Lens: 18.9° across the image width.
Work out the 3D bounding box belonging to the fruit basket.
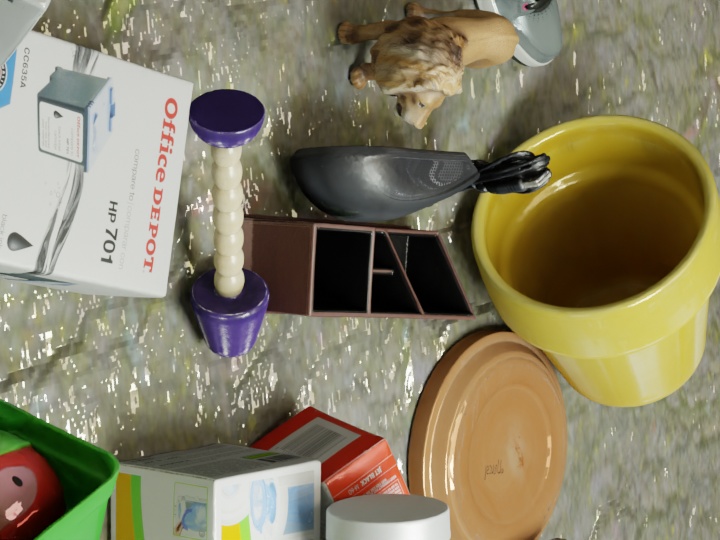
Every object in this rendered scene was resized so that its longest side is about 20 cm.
[{"bbox_3d":[-0.259,0.130,1.273,0.215,0.155,0.217,-36,137,-43],"label":"fruit basket"}]

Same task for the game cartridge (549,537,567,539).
[{"bbox_3d":[0.094,0.301,1.745,0.199,0.038,0.131,-11,106,-34],"label":"game cartridge"}]

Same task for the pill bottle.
[{"bbox_3d":[0.020,0.259,1.471,0.112,0.111,0.202,-9,100,-49],"label":"pill bottle"}]

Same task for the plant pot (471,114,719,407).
[{"bbox_3d":[0.205,0.008,1.773,0.202,0.199,0.189,-60,149,-26],"label":"plant pot"}]

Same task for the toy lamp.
[{"bbox_3d":[-0.089,-0.027,1.472,0.058,0.058,0.201,-39,145,-40],"label":"toy lamp"}]

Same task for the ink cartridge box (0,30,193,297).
[{"bbox_3d":[-0.207,-0.069,1.348,0.199,0.085,0.148,13,82,-48],"label":"ink cartridge box"}]

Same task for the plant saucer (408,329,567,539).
[{"bbox_3d":[0.113,0.150,1.784,0.199,0.032,0.203,-5,97,-49],"label":"plant saucer"}]

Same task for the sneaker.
[{"bbox_3d":[0.152,-0.252,1.725,0.084,0.120,0.201,-49,128,-35],"label":"sneaker"}]

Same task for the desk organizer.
[{"bbox_3d":[0.000,0.000,1.602,0.199,0.077,0.073,2,92,-50],"label":"desk organizer"}]

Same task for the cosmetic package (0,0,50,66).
[{"bbox_3d":[-0.237,-0.258,1.210,0.198,0.123,0.201,28,71,-15],"label":"cosmetic package"}]

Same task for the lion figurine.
[{"bbox_3d":[0.066,-0.169,1.631,0.199,0.122,0.073,-31,116,-44],"label":"lion figurine"}]

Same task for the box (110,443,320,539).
[{"bbox_3d":[-0.099,0.230,1.487,0.112,0.101,0.202,-6,97,-50],"label":"box"}]

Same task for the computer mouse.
[{"bbox_3d":[0.034,-0.062,1.611,0.199,0.138,0.053,0,89,-40],"label":"computer mouse"}]

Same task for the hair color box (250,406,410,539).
[{"bbox_3d":[0.004,0.207,1.583,0.064,0.111,0.201,-32,115,-23],"label":"hair color box"}]
